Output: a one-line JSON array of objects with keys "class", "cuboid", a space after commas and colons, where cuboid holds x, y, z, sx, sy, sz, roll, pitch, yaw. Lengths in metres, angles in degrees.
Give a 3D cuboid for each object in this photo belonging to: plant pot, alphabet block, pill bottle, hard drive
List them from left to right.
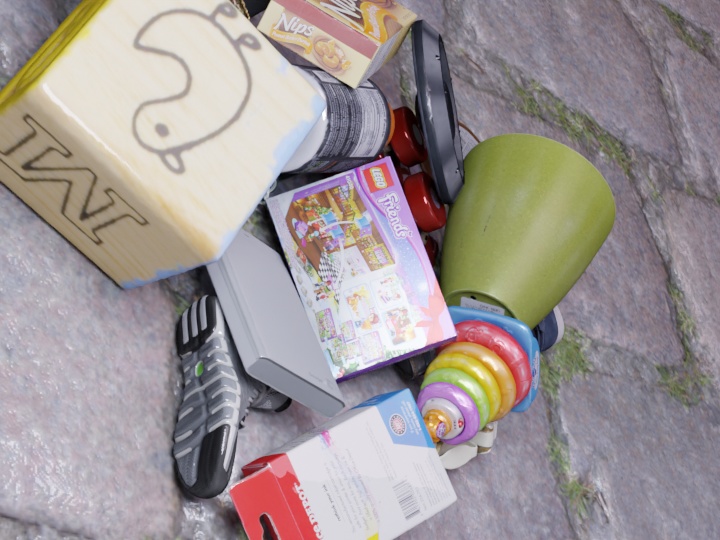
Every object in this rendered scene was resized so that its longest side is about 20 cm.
[{"class": "alphabet block", "cuboid": [-0.186, -0.127, 1.165, 0.200, 0.196, 0.196, 43, 60, -20]}, {"class": "hard drive", "cuboid": [-0.090, 0.036, 1.283, 0.132, 0.026, 0.200, 36, 21, -47]}, {"class": "pill bottle", "cuboid": [-0.036, -0.151, 1.377, 0.106, 0.106, 0.200, 64, 24, 8]}, {"class": "plant pot", "cuboid": [0.163, -0.016, 1.500, 0.187, 0.187, 0.200, 45, 49, -19]}]

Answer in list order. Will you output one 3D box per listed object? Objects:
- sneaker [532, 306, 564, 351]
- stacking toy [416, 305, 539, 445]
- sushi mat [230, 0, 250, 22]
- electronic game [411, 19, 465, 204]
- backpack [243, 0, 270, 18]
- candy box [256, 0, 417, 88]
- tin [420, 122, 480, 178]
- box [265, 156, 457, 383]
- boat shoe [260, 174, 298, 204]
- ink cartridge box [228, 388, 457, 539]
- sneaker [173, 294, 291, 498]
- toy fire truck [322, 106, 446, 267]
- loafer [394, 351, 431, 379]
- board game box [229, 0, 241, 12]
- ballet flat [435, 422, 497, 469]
[{"class": "sneaker", "cuboid": [0.166, 0.018, 1.636, 0.203, 0.077, 0.146, 61, 32, 1]}, {"class": "stacking toy", "cuboid": [0.095, 0.131, 1.373, 0.200, 0.110, 0.116, -42, 137, -49]}, {"class": "sushi mat", "cuboid": [-0.128, -0.229, 1.326, 0.012, 0.200, 0.096, -18, 73, -13]}, {"class": "electronic game", "cuboid": [0.080, -0.171, 1.471, 0.200, 0.042, 0.201, -9, 90, -81]}, {"class": "backpack", "cuboid": [-0.158, -0.364, 1.456, 0.200, 0.150, 0.178, 59, 29, -13]}, {"class": "candy box", "cuboid": [-0.019, -0.255, 1.392, 0.115, 0.055, 0.200, 31, 23, 2]}, {"class": "tin", "cuboid": [0.149, -0.107, 1.746, 0.200, 0.042, 0.112, 48, 40, -15]}, {"class": "box", "cuboid": [0.000, 0.000, 1.380, 0.039, 0.137, 0.200, 91, -20, -78]}, {"class": "boat shoe", "cuboid": [-0.100, -0.104, 1.405, 0.062, 0.073, 0.200, 51, 30, -4]}, {"class": "ink cartridge box", "cuboid": [-0.025, 0.201, 1.225, 0.200, 0.067, 0.116, -25, 92, -28]}, {"class": "sneaker", "cuboid": [-0.104, 0.123, 1.231, 0.115, 0.075, 0.200, 30, 43, -38]}, {"class": "toy fire truck", "cuboid": [0.044, -0.081, 1.548, 0.168, 0.112, 0.200, 32, 40, -61]}, {"class": "loafer", "cuboid": [0.000, 0.037, 1.438, 0.072, 0.073, 0.200, -36, 91, -26]}, {"class": "board game box", "cuboid": [-0.196, -0.276, 1.268, 0.153, 0.040, 0.200, 44, -5, -19]}, {"class": "ballet flat", "cuboid": [0.107, 0.183, 1.447, 0.200, 0.062, 0.068, -20, 115, -51]}]
